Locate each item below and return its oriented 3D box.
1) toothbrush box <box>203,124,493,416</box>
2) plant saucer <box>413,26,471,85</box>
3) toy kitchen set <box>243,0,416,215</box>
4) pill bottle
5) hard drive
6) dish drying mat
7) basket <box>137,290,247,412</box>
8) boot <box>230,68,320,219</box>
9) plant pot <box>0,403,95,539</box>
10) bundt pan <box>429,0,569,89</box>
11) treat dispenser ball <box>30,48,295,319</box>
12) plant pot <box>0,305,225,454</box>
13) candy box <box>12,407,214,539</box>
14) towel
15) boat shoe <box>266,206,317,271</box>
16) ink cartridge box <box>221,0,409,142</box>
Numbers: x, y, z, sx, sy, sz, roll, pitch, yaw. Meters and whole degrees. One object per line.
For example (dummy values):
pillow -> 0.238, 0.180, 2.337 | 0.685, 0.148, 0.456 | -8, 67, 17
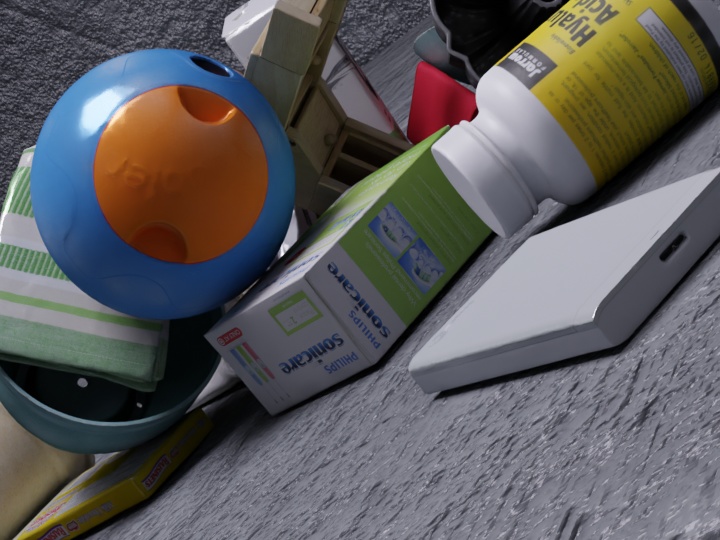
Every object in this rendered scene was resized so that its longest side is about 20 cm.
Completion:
toothbrush box -> 0.000, 0.000, 1.329 | 0.145, 0.086, 0.200 | -30, 15, 51
plant saucer -> 0.149, -0.200, 1.641 | 0.199, 0.039, 0.201 | -6, -8, -1
toy kitchen set -> 0.011, -0.163, 1.455 | 0.201, 0.179, 0.164 | 112, -179, -51
pill bottle -> 0.149, -0.116, 1.206 | 0.200, 0.111, 0.111 | -41, 9, -4
hard drive -> 0.118, 0.008, 0.997 | 0.132, 0.026, 0.200 | -44, 10, -26
dish drying mat -> 0.075, -0.131, 1.571 | 0.200, 0.018, 0.078 | -127, 43, -71
basket -> -0.151, 0.038, 1.619 | 0.123, 0.136, 0.200 | -41, 8, -39
boot -> -0.082, -0.097, 1.662 | 0.070, 0.201, 0.146 | -23, 20, 9
plant pot -> -0.363, 0.202, 1.574 | 0.200, 0.200, 0.184 | -30, 24, 44
bundt pan -> 0.149, -0.225, 1.503 | 0.202, 0.202, 0.076 | -41, -2, -12
treat dispenser ball -> -0.148, -0.065, 1.344 | 0.200, 0.201, 0.201 | -38, 9, 7
plant pot -> -0.220, 0.069, 1.467 | 0.200, 0.200, 0.134 | -46, -10, -35
candy box -> -0.210, 0.181, 1.486 | 0.199, 0.026, 0.102 | -31, 14, 43
towel -> -0.218, -0.006, 1.422 | 0.023, 0.151, 0.201 | 117, 163, -55
boat shoe -> -0.072, -0.021, 1.518 | 0.067, 0.072, 0.201 | -29, 53, 14
ink cartridge box -> -0.036, -0.163, 1.632 | 0.084, 0.201, 0.146 | -34, 15, 5
